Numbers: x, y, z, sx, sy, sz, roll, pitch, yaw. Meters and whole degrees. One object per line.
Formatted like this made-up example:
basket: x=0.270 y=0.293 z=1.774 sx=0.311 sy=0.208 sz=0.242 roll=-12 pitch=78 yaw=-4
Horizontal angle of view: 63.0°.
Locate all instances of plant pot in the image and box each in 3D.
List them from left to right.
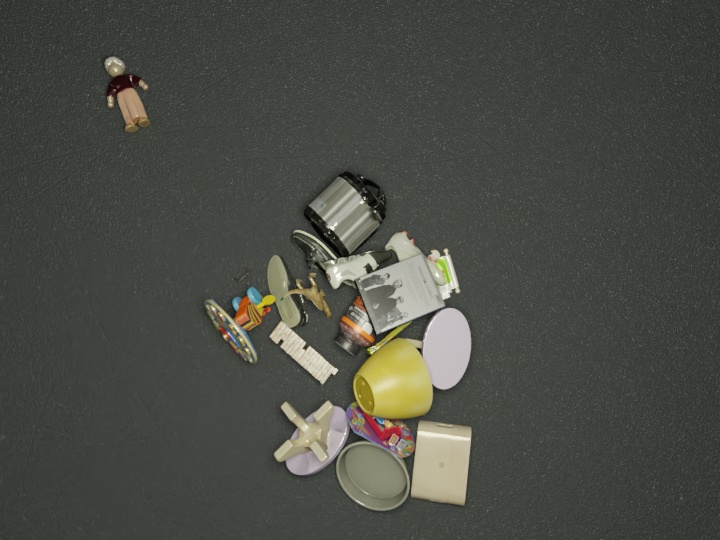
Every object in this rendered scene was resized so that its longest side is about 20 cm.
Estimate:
plant pot: x=0.065 y=0.287 z=1.467 sx=0.140 sy=0.199 sz=0.204 roll=-15 pitch=84 yaw=-29

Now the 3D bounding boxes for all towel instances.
towel: x=0.093 y=0.152 z=1.535 sx=0.199 sy=0.086 sz=0.018 roll=-38 pitch=90 yaw=-11

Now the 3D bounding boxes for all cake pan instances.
cake pan: x=0.034 y=0.516 z=1.497 sx=0.196 sy=0.037 sz=0.204 roll=7 pitch=111 yaw=18

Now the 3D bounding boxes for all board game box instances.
board game box: x=0.060 y=0.386 z=1.497 sx=0.198 sy=0.158 sz=0.039 roll=29 pitch=109 yaw=0

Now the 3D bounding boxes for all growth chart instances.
growth chart: x=0.175 y=0.033 z=1.614 sx=0.197 sy=0.018 sz=0.147 roll=-24 pitch=85 yaw=-7

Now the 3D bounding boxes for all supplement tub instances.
supplement tub: x=0.015 y=0.124 z=1.548 sx=0.106 sy=0.107 sz=0.202 roll=35 pitch=83 yaw=1

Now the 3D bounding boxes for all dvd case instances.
dvd case: x=0.100 y=0.059 z=1.496 sx=0.197 sy=0.025 sz=0.153 roll=-20 pitch=79 yaw=-14

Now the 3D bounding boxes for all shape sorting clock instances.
shape sorting clock: x=-0.329 y=0.156 z=1.479 sx=0.039 sy=0.200 sz=0.200 roll=-42 pitch=87 yaw=-20

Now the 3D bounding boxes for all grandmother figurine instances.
grandmother figurine: x=-0.637 y=-0.487 z=1.599 sx=0.120 sy=0.061 sz=0.203 roll=-25 pitch=89 yaw=-15

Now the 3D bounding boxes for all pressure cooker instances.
pressure cooker: x=-0.028 y=-0.157 z=1.540 sx=0.200 sy=0.179 sz=0.176 roll=-44 pitch=85 yaw=-6

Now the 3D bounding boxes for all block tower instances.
block tower: x=-0.150 y=0.219 z=1.555 sx=0.199 sy=0.054 sz=0.058 roll=39 pitch=84 yaw=2

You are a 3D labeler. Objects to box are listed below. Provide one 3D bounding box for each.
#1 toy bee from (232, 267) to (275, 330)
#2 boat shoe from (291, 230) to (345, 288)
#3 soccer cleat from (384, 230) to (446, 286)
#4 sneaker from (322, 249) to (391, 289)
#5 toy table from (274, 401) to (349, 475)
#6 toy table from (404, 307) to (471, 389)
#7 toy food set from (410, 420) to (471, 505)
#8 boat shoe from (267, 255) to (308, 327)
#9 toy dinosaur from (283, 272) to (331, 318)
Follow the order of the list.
toy bee: x=-0.271 y=0.089 z=1.529 sx=0.109 sy=0.129 sz=0.202 roll=48 pitch=37 yaw=-33
boat shoe: x=-0.114 y=-0.025 z=1.570 sx=0.199 sy=0.074 sz=0.066 roll=41 pitch=61 yaw=-7
soccer cleat: x=0.149 y=-0.020 z=1.581 sx=0.077 sy=0.069 sz=0.200 roll=-41 pitch=69 yaw=-6
sneaker: x=0.000 y=0.000 z=1.542 sx=0.197 sy=0.074 sz=0.090 roll=-15 pitch=86 yaw=-23
toy table: x=-0.124 y=0.417 z=1.474 sx=0.182 sy=0.117 sz=0.201 roll=30 pitch=77 yaw=31
toy table: x=0.214 y=0.199 z=1.541 sx=0.181 sy=0.117 sz=0.204 roll=19 pitch=87 yaw=-7
toy food set: x=0.213 y=0.508 z=1.551 sx=0.140 sy=0.060 sz=0.204 roll=6 pitch=82 yaw=9
boat shoe: x=-0.195 y=0.056 z=1.571 sx=0.071 sy=0.067 sz=0.203 roll=-31 pitch=72 yaw=31
toy dinosaur: x=-0.128 y=0.058 z=1.524 sx=0.058 sy=0.199 sz=0.102 roll=-36 pitch=52 yaw=15
